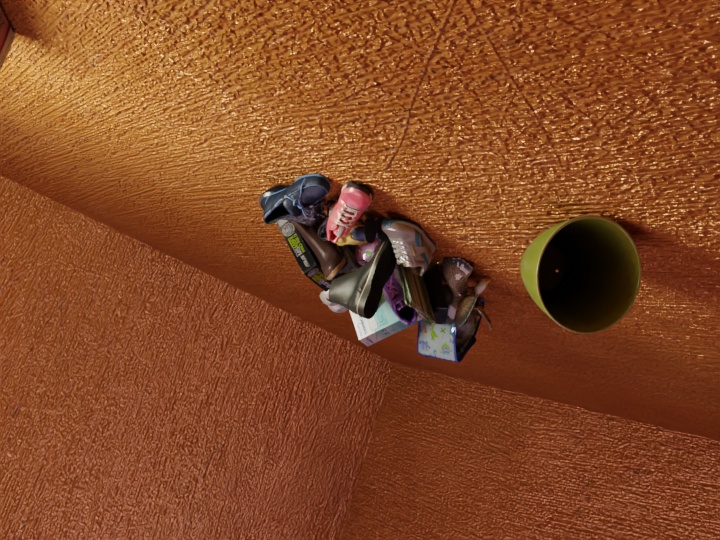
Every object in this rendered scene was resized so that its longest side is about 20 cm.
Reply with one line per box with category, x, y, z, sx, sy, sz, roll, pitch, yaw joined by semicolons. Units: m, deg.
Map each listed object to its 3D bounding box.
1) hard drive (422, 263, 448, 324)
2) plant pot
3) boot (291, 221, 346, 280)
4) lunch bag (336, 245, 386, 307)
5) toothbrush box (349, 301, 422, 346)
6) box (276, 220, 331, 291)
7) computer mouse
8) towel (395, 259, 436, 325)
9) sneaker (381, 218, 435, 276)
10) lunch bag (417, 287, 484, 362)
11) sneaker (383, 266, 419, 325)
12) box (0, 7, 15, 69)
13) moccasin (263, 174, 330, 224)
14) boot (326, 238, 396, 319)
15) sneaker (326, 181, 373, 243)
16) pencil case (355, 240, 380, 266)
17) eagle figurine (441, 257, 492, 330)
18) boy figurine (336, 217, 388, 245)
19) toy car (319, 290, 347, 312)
hard drive;0.200;0.071;1.738;0.041;0.139;0.201;-12;164;-2
plant pot;0.363;-0.002;1.133;0.182;0.193;0.200;21;-177;-7
boot;-0.116;-0.068;1.602;0.166;0.072;0.201;42;-169;-16
lunch bag;-0.007;0.011;1.738;0.160;0.082;0.201;41;-169;-28
toothbrush box;0.070;0.107;1.858;0.195;0.150;0.085;-25;154;12
box;-0.148;-0.056;1.701;0.203;0.044;0.160;60;-175;25
computer mouse;-0.144;-0.153;1.516;0.194;0.054;0.140;17;143;-5
towel;0.136;0.045;1.596;0.023;0.157;0.200;-21;153;17
sneaker;0.110;-0.056;1.473;0.075;0.083;0.199;11;163;40
lunch bag;0.256;0.162;1.873;0.126;0.206;0.168;28;165;-35
sneaker;0.092;0.055;1.605;0.203;0.079;0.089;57;-167;-15
box;-0.699;-0.424;1.107;0.106;0.132;0.199;21;169;-13
moccasin;-0.141;-0.147;1.413;0.080;0.070;0.197;34;142;-31
boot;0.000;0.000;1.527;0.136;0.205;0.077;15;163;38
sneaker;-0.027;-0.118;1.380;0.072;0.089;0.200;21;157;-10
pencil case;0.069;-0.018;1.689;0.086;0.090;0.199;8;160;43
eagle figurine;0.268;0.062;1.627;0.150;0.155;0.198;29;-175;32
boy figurine;-0.007;-0.093;1.542;0.121;0.067;0.198;-5;-175;-29
toy car;-0.057;0.018;1.940;0.145;0.180;0.200;-18;159;7
